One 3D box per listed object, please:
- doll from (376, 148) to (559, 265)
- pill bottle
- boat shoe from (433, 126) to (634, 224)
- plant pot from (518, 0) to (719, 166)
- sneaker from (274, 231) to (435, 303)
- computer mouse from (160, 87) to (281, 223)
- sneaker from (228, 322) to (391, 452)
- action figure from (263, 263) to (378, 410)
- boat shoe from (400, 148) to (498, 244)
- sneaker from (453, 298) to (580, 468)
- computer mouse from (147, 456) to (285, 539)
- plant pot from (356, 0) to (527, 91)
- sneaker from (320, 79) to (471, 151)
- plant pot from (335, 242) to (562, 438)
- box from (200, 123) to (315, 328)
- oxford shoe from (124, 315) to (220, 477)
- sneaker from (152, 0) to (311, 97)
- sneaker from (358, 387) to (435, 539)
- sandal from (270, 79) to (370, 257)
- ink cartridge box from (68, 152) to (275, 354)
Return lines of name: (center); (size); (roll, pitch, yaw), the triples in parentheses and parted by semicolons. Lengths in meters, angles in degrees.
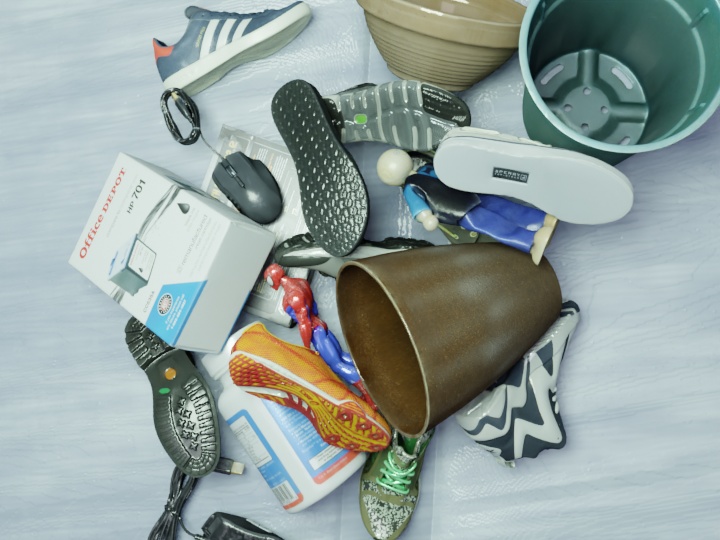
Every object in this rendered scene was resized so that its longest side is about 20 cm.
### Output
doll: (0.107, -0.075, 0.836); (0.199, 0.137, 0.049); (24, 127, 14)
pill bottle: (-0.091, 0.161, 0.903); (0.112, 0.112, 0.201); (-34, 85, 3)
boat shoe: (0.175, -0.103, 0.802); (0.198, 0.070, 0.071); (12, 129, 9)
plant pot: (0.255, -0.196, 0.835); (0.198, 0.196, 0.202); (-1, 83, 5)
sneaker: (0.000, 0.000, 0.897); (0.198, 0.074, 0.080); (7, 103, -18)
computer mouse: (-0.163, -0.133, 0.911); (0.059, 0.034, 0.200); (-44, 84, 4)
sneaker: (-0.043, 0.122, 0.839); (0.200, 0.077, 0.073); (38, 127, -15)
action figure: (-0.046, 0.077, 0.898); (0.051, 0.065, 0.201); (-28, 104, 16)
boat shoe: (0.117, -0.067, 0.916); (0.202, 0.060, 0.072); (42, 92, 6)
sneaker: (0.198, 0.136, 0.899); (0.199, 0.079, 0.130); (-50, 122, -28)
computer mouse: (-0.143, 0.299, 0.942); (0.198, 0.046, 0.142); (14, 85, 11)
plant pot: (0.088, -0.258, 0.880); (0.199, 0.201, 0.093); (16, 119, 6)
sneaker: (0.036, -0.185, 0.897); (0.198, 0.116, 0.076); (5, 116, 20)
plant pot: (0.103, 0.046, 0.833); (0.199, 0.187, 0.188); (-21, 86, -21)
box: (-0.119, -0.052, 0.945); (0.157, 0.048, 0.202); (19, 90, 7)
oxford shoe: (-0.206, 0.144, 0.927); (0.072, 0.085, 0.201); (-22, 71, -4)
sneaker: (-0.158, -0.286, 0.943); (0.199, 0.075, 0.085); (-26, 90, 4)
sneaker: (0.042, 0.212, 0.900); (0.076, 0.089, 0.202); (14, 90, 6)
sandal: (-0.034, -0.111, 0.851); (0.075, 0.048, 0.202); (-24, 75, 22)
ink cartridge box: (-0.211, -0.021, 0.880); (0.199, 0.086, 0.147); (30, 96, 31)
